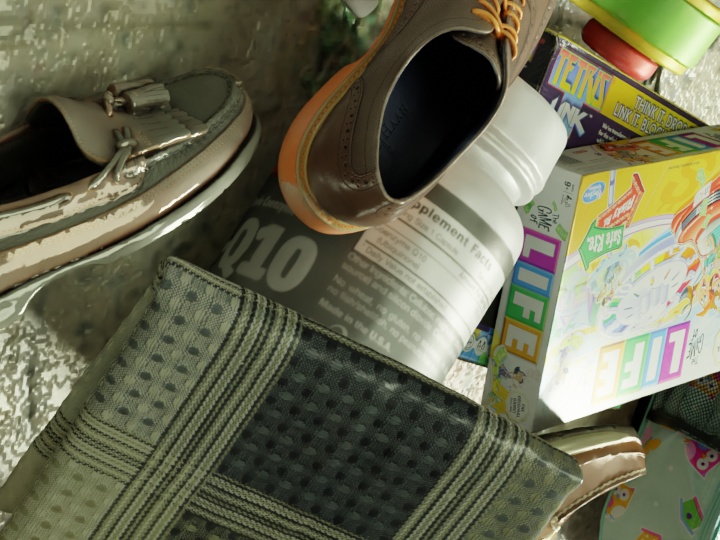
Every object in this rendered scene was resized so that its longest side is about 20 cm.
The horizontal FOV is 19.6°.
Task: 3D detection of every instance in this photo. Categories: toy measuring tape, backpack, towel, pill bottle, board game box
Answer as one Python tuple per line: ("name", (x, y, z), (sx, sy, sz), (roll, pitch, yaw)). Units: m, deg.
("toy measuring tape", (0.128, -0.132, 0.993), (0.200, 0.073, 0.074), (10, 101, -65))
("backpack", (0.239, 0.124, 1.274), (0.200, 0.153, 0.176), (-59, 150, 1))
("towel", (-0.038, 0.099, 0.850), (0.200, 0.192, 0.035), (-54, -162, 34))
("pill bottle", (0.000, 0.000, 0.919), (0.200, 0.114, 0.114), (-58, 144, -12))
("board game box", (0.099, -0.026, 1.084), (0.200, 0.057, 0.166), (21, 90, -54))
("board game box", (0.145, -0.001, 1.079), (0.200, 0.034, 0.135), (-13, 118, -49))

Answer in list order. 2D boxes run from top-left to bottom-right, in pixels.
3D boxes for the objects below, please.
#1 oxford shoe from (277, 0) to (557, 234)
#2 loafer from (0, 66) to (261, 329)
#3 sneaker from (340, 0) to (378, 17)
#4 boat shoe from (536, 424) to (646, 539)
("oxford shoe", (0.048, -0.096, 0.845), (0.071, 0.073, 0.200), (39, 72, -24))
("loafer", (-0.118, -0.034, 0.789), (0.200, 0.072, 0.063), (-36, 128, -32))
("sneaker", (-0.001, -0.194, 0.824), (0.099, 0.071, 0.200), (-32, 133, -8))
("boat shoe", (0.049, 0.128, 0.991), (0.200, 0.076, 0.074), (-17, 88, -25))
